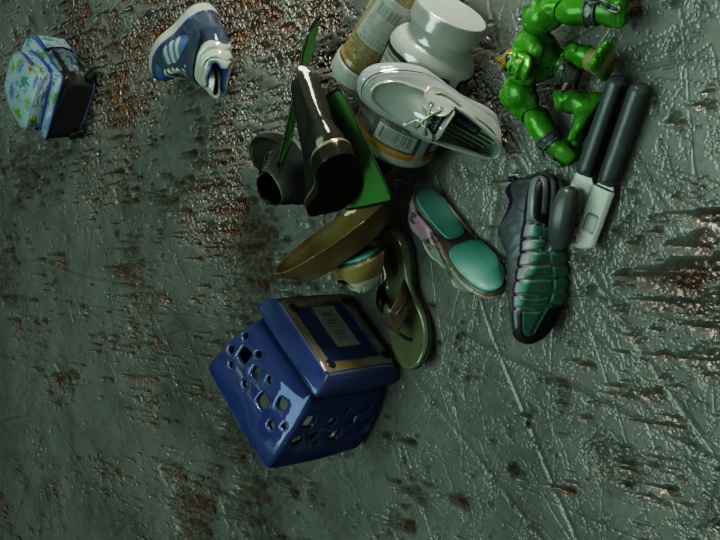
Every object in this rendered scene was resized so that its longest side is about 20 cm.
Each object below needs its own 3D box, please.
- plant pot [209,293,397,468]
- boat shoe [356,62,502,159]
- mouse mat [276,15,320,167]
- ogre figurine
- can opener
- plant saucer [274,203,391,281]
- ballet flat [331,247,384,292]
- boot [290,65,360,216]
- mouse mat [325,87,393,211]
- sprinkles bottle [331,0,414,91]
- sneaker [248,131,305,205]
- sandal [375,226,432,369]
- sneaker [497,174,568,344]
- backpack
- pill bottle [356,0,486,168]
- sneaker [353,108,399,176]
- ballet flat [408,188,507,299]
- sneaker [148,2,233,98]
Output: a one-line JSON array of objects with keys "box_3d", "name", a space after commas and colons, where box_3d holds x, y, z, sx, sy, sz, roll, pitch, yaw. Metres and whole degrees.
[{"box_3d": [-0.075, 0.147, 1.420, 0.201, 0.199, 0.180, 53, 125, 29], "name": "plant pot"}, {"box_3d": [0.091, -0.190, 1.153, 0.074, 0.198, 0.067, -61, 26, 32], "name": "boat shoe"}, {"box_3d": [-0.090, -0.263, 1.402, 0.161, 0.007, 0.202, -82, 6, -68], "name": "mouse mat"}, {"box_3d": [0.219, -0.224, 1.083, 0.119, 0.098, 0.201, 33, 151, 26], "name": "ogre figurine"}, {"box_3d": [0.260, -0.113, 1.068, 0.053, 0.067, 0.202, 28, 119, 29], "name": "can opener"}, {"box_3d": [-0.030, -0.041, 1.349, 0.199, 0.200, 0.036, -23, 106, 49], "name": "plant saucer"}, {"box_3d": [0.000, 0.000, 1.366, 0.200, 0.068, 0.064, -157, 46, -78], "name": "ballet flat"}, {"box_3d": [-0.054, -0.168, 1.289, 0.200, 0.077, 0.140, 113, 138, -66], "name": "boot"}, {"box_3d": [-0.022, -0.159, 1.308, 0.162, 0.007, 0.200, 65, 164, -8], "name": "mouse mat"}, {"box_3d": [0.033, -0.333, 1.296, 0.200, 0.068, 0.069, -51, 60, 41], "name": "sprinkles bottle"}, {"box_3d": [-0.137, -0.162, 1.498, 0.199, 0.105, 0.076, 36, 122, 40], "name": "sneaker"}, {"box_3d": [0.047, 0.041, 1.356, 0.079, 0.057, 0.203, -18, 83, 49], "name": "sandal"}, {"box_3d": [0.202, -0.016, 1.168, 0.087, 0.074, 0.203, 14, 98, 60], "name": "sneaker"}, {"box_3d": [-0.670, -0.399, 2.050, 0.200, 0.146, 0.184, 52, 130, 33], "name": "backpack"}, {"box_3d": [0.076, -0.241, 1.227, 0.117, 0.116, 0.201, 50, 130, 31], "name": "pill bottle"}, {"box_3d": [-0.016, -0.187, 1.357, 0.199, 0.075, 0.080, 27, 152, 43], "name": "sneaker"}, {"box_3d": [0.124, -0.022, 1.258, 0.201, 0.069, 0.072, 54, 151, 33], "name": "ballet flat"}, {"box_3d": [-0.292, -0.347, 1.664, 0.200, 0.080, 0.148, -37, 65, 40], "name": "sneaker"}]
